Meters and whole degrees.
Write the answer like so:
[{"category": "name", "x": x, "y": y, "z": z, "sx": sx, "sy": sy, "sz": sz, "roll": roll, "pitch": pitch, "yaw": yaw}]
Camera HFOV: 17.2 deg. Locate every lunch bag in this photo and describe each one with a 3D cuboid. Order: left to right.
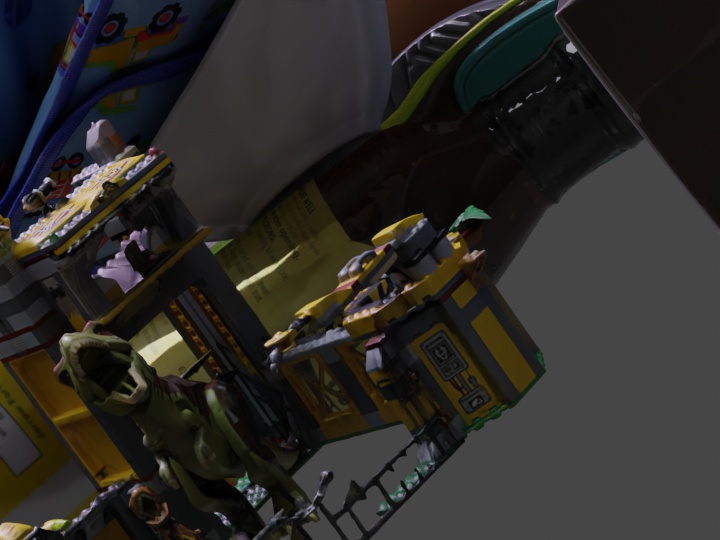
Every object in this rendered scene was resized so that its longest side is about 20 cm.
[{"category": "lunch bag", "x": -0.069, "y": -0.079, "z": 0.742, "sx": 0.150, "sy": 0.094, "sz": 0.201, "roll": -31, "pitch": -32, "yaw": -50}]

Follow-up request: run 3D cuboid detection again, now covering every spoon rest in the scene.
[{"category": "spoon rest", "x": -0.007, "y": -0.074, "z": 0.708, "sx": 0.099, "sy": 0.061, "sz": 0.200, "roll": -28, "pitch": -13, "yaw": -46}]

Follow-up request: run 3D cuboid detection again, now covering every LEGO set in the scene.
[{"category": "LEGO set", "x": -0.065, "y": 0.032, "z": 0.583, "sx": 0.200, "sy": 0.116, "sz": 0.154, "roll": -41, "pitch": 13, "yaw": -26}]

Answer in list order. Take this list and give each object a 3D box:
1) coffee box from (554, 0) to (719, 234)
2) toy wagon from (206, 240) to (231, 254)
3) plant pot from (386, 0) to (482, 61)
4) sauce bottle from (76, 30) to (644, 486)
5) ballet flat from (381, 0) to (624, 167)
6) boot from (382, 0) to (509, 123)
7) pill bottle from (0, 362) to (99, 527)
[{"category": "coffee box", "x": 0.114, "y": -0.077, "z": 0.564, "sx": 0.113, "sy": 0.080, "sz": 0.200, "roll": -37, "pitch": 7, "yaw": 14}, {"category": "toy wagon", "x": -0.088, "y": -0.044, "z": 0.910, "sx": 0.039, "sy": 0.201, "sz": 0.155, "roll": -11, "pitch": -16, "yaw": -47}, {"category": "plant pot", "x": -0.018, "y": -0.097, "z": 0.993, "sx": 0.200, "sy": 0.200, "sz": 0.140, "roll": -32, "pitch": 26, "yaw": 38}, {"category": "sauce bottle", "x": 0.000, "y": 0.000, "z": 0.715, "sx": 0.200, "sy": 0.066, "sz": 0.066, "roll": -38, "pitch": 7, "yaw": 7}, {"category": "ballet flat", "x": 0.035, "y": -0.044, "z": 0.793, "sx": 0.200, "sy": 0.067, "sz": 0.067, "roll": -40, "pitch": 22, "yaw": 5}, {"category": "boot", "x": 0.100, "y": -0.115, "z": 0.919, "sx": 0.164, "sy": 0.066, "sz": 0.200, "roll": -25, "pitch": 16, "yaw": 26}, {"category": "pill bottle", "x": -0.170, "y": 0.099, "z": 0.755, "sx": 0.200, "sy": 0.109, "sz": 0.109, "roll": -42, "pitch": 8, "yaw": -28}]
